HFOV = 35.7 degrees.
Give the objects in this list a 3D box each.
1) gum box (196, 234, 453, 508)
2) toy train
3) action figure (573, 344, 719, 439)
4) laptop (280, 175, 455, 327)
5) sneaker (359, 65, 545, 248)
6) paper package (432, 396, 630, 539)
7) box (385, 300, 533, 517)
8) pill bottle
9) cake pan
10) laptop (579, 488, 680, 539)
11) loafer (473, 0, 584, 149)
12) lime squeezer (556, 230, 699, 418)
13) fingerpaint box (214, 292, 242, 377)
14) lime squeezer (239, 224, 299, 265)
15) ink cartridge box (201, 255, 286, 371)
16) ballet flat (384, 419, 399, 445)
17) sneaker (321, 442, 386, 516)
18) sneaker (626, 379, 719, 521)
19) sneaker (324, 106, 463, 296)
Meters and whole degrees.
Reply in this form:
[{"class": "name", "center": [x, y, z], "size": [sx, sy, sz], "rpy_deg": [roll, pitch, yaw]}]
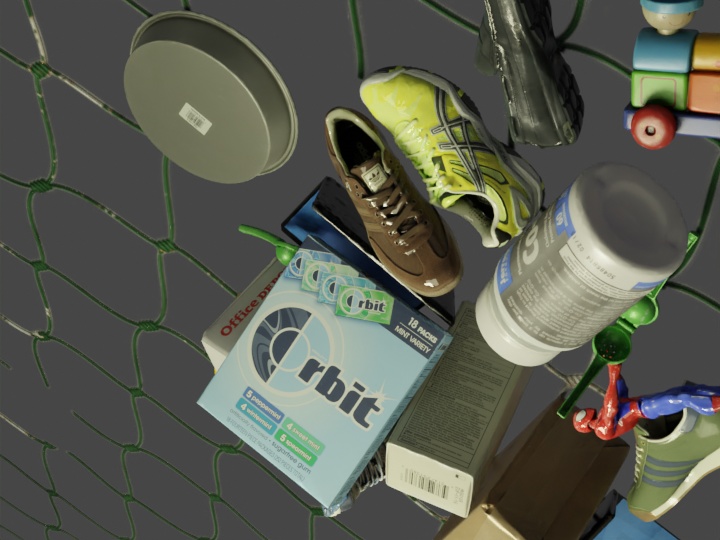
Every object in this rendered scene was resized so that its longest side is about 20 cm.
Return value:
[{"class": "gum box", "center": [-0.035, 0.096, 1.084], "size": [0.169, 0.201, 0.045], "rpy_deg": [36, -176, 15]}, {"class": "toy train", "center": [0.292, -0.147, 0.802], "size": [0.199, 0.085, 0.116], "rpy_deg": [10, 123, 28]}, {"class": "action figure", "center": [0.277, 0.101, 1.060], "size": [0.199, 0.065, 0.100], "rpy_deg": [-27, 80, 40]}, {"class": "laptop", "center": [0.000, 0.000, 1.144], "size": [0.177, 0.200, 0.103], "rpy_deg": [39, 106, -8]}, {"class": "sneaker", "center": [0.078, -0.104, 0.998], "size": [0.200, 0.077, 0.075], "rpy_deg": [39, 144, -5]}, {"class": "paper package", "center": [0.177, 0.262, 1.225], "size": [0.103, 0.191, 0.200], "rpy_deg": [39, 142, 8]}, {"class": "box", "center": [0.106, 0.135, 1.133], "size": [0.094, 0.200, 0.078], "rpy_deg": [20, 141, 17]}, {"class": "pill bottle", "center": [0.189, 0.002, 1.000], "size": [0.113, 0.114, 0.200], "rpy_deg": [35, 142, -2]}, {"class": "cake pan", "center": [-0.158, -0.167, 1.135], "size": [0.199, 0.037, 0.201], "rpy_deg": [20, 141, 17]}, {"class": "laptop", "center": [0.255, 0.350, 1.227], "size": [0.116, 0.200, 0.188], "rpy_deg": [43, 100, 11]}, {"class": "loafer", "center": [0.120, -0.178, 0.892], "size": [0.070, 0.068, 0.201], "rpy_deg": [-5, 132, 28]}, {"class": "lime squeezer", "center": [0.240, 0.047, 1.019], "size": [0.038, 0.201, 0.071], "rpy_deg": [39, -173, 28]}, {"class": "fingerpaint box", "center": [-0.076, 0.135, 1.370], "size": [0.199, 0.074, 0.167], "rpy_deg": [21, 141, 13]}, {"class": "lime squeezer", "center": [-0.075, 0.002, 1.187], "size": [0.038, 0.201, 0.071], "rpy_deg": [8, 131, -35]}, {"class": "ink cartridge box", "center": [-0.048, 0.090, 1.205], "size": [0.199, 0.146, 0.085], "rpy_deg": [30, 154, 31]}, {"class": "ballet flat", "center": [0.050, 0.179, 1.341], "size": [0.068, 0.068, 0.200], "rpy_deg": [14, 150, 9]}, {"class": "sneaker", "center": [-0.008, 0.209, 1.236], "size": [0.084, 0.200, 0.078], "rpy_deg": [-12, 98, 0]}, {"class": "sneaker", "center": [0.312, 0.178, 1.143], "size": [0.090, 0.067, 0.201], "rpy_deg": [34, 137, 1]}, {"class": "sneaker", "center": [0.020, -0.063, 1.011], "size": [0.201, 0.070, 0.076], "rpy_deg": [57, -172, 25]}]
